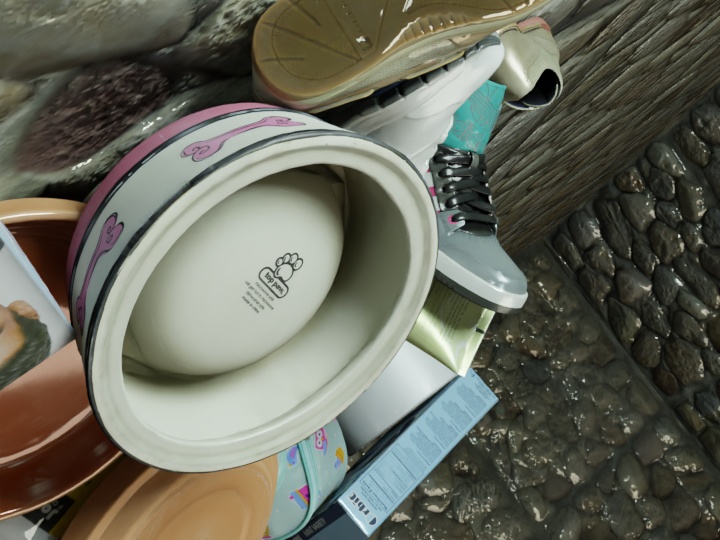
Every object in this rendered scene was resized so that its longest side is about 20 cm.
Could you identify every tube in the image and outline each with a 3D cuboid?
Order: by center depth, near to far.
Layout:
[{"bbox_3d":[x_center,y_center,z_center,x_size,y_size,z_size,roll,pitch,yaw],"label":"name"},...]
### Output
[{"bbox_3d":[0.000,0.000,0.767,0.058,0.199,0.052,-65,176,15],"label":"tube"}]

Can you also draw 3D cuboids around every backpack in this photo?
[{"bbox_3d":[-0.112,0.142,0.928,0.175,0.201,0.153,-19,-166,21],"label":"backpack"}]

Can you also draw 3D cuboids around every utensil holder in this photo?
[{"bbox_3d":[-0.008,0.061,1.089,0.170,0.200,0.170,-36,171,-6],"label":"utensil holder"}]

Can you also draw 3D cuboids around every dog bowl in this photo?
[{"bbox_3d":[-0.060,0.004,0.553,0.199,0.074,0.201,-23,135,-25],"label":"dog bowl"}]

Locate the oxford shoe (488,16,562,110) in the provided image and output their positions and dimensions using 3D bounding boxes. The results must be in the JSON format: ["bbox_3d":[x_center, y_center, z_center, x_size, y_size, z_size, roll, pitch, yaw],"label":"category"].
[{"bbox_3d":[0.131,-0.160,0.878,0.071,0.074,0.200,-40,172,24],"label":"oxford shoe"}]

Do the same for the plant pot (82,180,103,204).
[{"bbox_3d":[-0.074,-0.019,0.654,0.199,0.028,0.200,-13,153,-7],"label":"plant pot"}]

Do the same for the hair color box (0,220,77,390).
[{"bbox_3d":[-0.181,0.001,0.395,0.099,0.061,0.200,-35,164,-13],"label":"hair color box"}]

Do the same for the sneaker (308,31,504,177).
[{"bbox_3d":[0.016,-0.087,0.693,0.200,0.087,0.075,-35,-143,29],"label":"sneaker"}]

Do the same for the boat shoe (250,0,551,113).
[{"bbox_3d":[0.030,-0.141,0.579,0.199,0.072,0.065,-29,176,-13],"label":"boat shoe"}]

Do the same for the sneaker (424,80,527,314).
[{"bbox_3d":[0.069,-0.073,0.751,0.083,0.200,0.121,4,127,-52],"label":"sneaker"}]

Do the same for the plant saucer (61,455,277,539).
[{"bbox_3d":[-0.126,0.189,0.731,0.200,0.032,0.201,-37,143,-34],"label":"plant saucer"}]

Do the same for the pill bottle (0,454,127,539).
[{"bbox_3d":[-0.207,0.116,0.705,0.200,0.111,0.111,-51,175,-10],"label":"pill bottle"}]

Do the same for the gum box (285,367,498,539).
[{"bbox_3d":[0.020,0.192,1.010,0.200,0.045,0.170,-38,175,-38],"label":"gum box"}]

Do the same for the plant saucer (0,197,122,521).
[{"bbox_3d":[-0.186,0.049,0.562,0.199,0.032,0.201,-23,135,-26],"label":"plant saucer"}]
